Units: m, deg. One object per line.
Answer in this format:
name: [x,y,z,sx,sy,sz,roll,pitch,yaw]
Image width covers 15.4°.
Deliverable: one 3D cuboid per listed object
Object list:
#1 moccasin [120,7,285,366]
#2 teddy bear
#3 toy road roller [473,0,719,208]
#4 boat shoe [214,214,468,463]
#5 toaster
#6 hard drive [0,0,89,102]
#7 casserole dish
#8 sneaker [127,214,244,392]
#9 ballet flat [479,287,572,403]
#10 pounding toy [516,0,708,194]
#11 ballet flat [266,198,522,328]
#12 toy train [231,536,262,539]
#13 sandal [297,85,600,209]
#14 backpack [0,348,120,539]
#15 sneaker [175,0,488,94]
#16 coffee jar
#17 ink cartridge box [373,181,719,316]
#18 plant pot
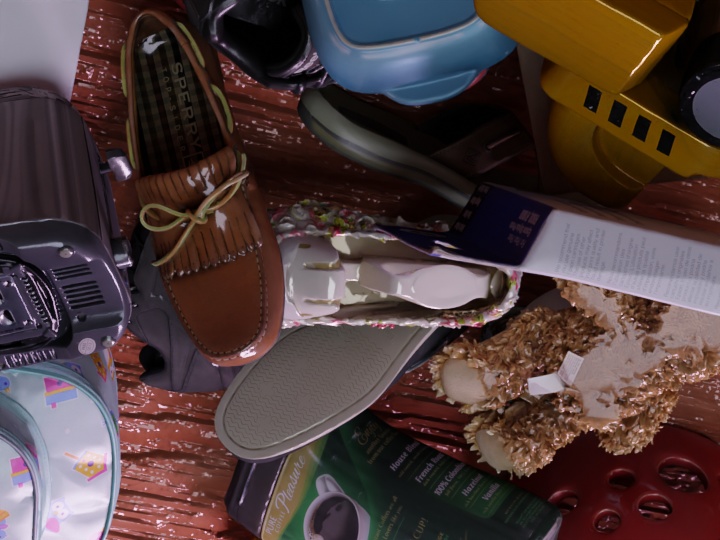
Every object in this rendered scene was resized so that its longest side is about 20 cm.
moccasin: [-0.088,-0.047,1.449,0.073,0.203,0.078,-12,166,12]
teddy bear: [0.140,0.049,1.578,0.200,0.067,0.145,-41,104,18]
toy road roller: [0.127,-0.120,1.360,0.199,0.123,0.146,29,135,-12]
boat shoe: [-0.001,0.052,1.583,0.200,0.072,0.068,-39,159,-17]
toaster: [-0.222,-0.017,1.474,0.199,0.130,0.114,-13,138,8]
hard drive: [-0.254,-0.137,1.474,0.199,0.026,0.132,6,123,-14]
casserole dish: [0.018,-0.188,1.400,0.120,0.201,0.039,-12,170,8]
sneaker: [-0.108,-0.003,1.565,0.090,0.076,0.201,-6,123,2]
ballet flat: [0.165,0.028,1.626,0.199,0.074,0.074,-21,125,3]
pounding toy: [0.180,-0.172,1.474,0.183,0.143,0.201,-6,124,12]
ballet flat: [0.000,0.000,1.500,0.199,0.064,0.076,-2,103,-13]
toy train: [0.005,0.212,1.686,0.199,0.150,0.056,25,96,-14]
sandal: [0.061,-0.072,1.543,0.200,0.080,0.058,21,105,-21]
backpack: [-0.237,0.106,1.570,0.199,0.154,0.177,-3,119,-12]
sneaker: [-0.014,-0.131,1.475,0.199,0.098,0.071,18,118,-21]
coffee jar: [0.016,0.147,1.631,0.199,0.085,0.105,29,123,12]
ink cartridge box: [0.119,-0.014,1.406,0.199,0.200,0.041,12,94,-10]
plant pot: [0.179,0.228,1.703,0.199,0.183,0.201,-3,124,-4]
